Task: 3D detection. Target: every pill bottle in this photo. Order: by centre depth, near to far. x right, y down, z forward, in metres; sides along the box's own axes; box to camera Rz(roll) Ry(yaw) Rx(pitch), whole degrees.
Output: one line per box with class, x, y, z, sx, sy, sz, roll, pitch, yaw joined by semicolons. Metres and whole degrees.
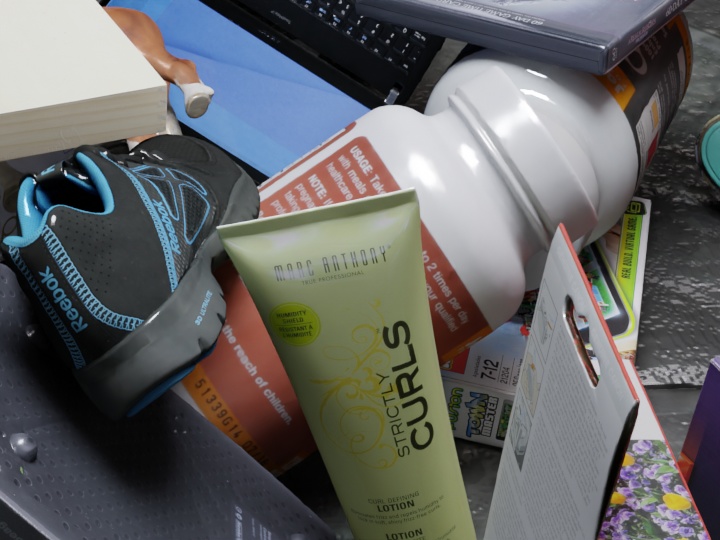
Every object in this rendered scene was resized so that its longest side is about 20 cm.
pill bottle;0.000;0.000;0.826;0.199;0.112;0.112;-34;43;2
pill bottle;0.098;-0.079;0.971;0.116;0.117;0.200;18;35;12

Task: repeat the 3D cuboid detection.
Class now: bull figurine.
bull figurine;-0.172;-0.084;0.910;0.199;0.065;0.121;-18;47;-30

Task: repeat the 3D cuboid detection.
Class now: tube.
tube;0.004;0.052;0.752;0.058;0.201;0.052;-37;44;-25

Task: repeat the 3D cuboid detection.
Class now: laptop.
laptop;-0.035;-0.157;1.025;0.177;0.201;0.103;32;7;-4

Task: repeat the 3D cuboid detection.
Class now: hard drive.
hard drive;-0.083;0.097;0.714;0.200;0.042;0.135;42;22;-28

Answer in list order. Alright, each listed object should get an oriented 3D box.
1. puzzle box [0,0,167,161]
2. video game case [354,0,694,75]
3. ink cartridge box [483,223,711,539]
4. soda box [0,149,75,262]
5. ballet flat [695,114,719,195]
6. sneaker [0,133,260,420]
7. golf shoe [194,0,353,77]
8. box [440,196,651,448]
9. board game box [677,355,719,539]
puzzle box;-0.186;-0.109;0.859;0.132;0.026;0.200;-13;37;-24
video game case;0.110;-0.160;0.976;0.142;0.019;0.200;18;35;28
ink cartridge box;0.090;0.094;0.714;0.050;0.201;0.109;1;36;-12
soda box;-0.222;-0.030;0.933;0.068;0.064;0.200;26;38;22
ballet flat;0.292;-0.043;1.087;0.199;0.072;0.072;18;36;11
sneaker;-0.090;-0.023;0.741;0.073;0.082;0.200;-35;19;11
golf shoe;-0.024;-0.132;1.132;0.199;0.078;0.095;-13;63;-31
box;0.089;0.018;0.965;0.109;0.035;0.200;12;35;4
board game box;0.191;0.148;0.694;0.056;0.166;0.200;-15;41;-31
